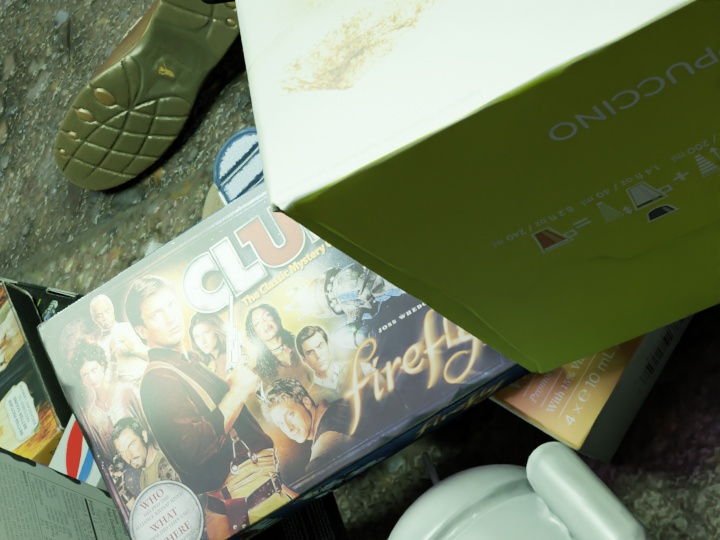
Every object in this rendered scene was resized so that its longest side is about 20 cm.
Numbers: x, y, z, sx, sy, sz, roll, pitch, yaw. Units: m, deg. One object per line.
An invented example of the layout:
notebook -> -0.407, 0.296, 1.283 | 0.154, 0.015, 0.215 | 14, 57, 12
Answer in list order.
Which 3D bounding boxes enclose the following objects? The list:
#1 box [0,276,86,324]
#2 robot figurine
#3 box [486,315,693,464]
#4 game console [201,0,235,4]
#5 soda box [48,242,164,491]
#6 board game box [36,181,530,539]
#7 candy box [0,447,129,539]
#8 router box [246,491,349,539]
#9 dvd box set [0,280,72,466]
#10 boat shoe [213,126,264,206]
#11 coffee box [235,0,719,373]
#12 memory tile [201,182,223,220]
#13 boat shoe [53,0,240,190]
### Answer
box -> -0.247, 0.107, 1.031 | 0.192, 0.047, 0.202 | 9, 74, 41
robot figurine -> 0.081, 0.163, 0.670 | 0.200, 0.112, 0.171 | 39, 121, 45
box -> 0.061, -0.012, 0.738 | 0.199, 0.097, 0.125 | 30, 89, 20
game console -> 0.000, -0.221, 0.793 | 0.172, 0.198, 0.120 | 135, 121, -75
soda box -> -0.120, 0.084, 0.867 | 0.201, 0.067, 0.064 | -61, 36, 28
board game box -> -0.037, 0.035, 0.688 | 0.199, 0.035, 0.136 | -32, 72, 9
candy box -> -0.193, 0.173, 0.733 | 0.167, 0.199, 0.072 | -41, 47, 15
router box -> -0.033, 0.185, 0.743 | 0.150, 0.050, 0.201 | 100, 156, -47
dvd box set -> -0.272, 0.124, 0.989 | 0.200, 0.029, 0.147 | -44, 47, 13
boat shoe -> 0.000, 0.000, 0.847 | 0.072, 0.072, 0.201 | -40, 74, 13
coffee box -> 0.087, -0.106, 0.563 | 0.198, 0.200, 0.200 | -25, 58, 24
memory tile -> -0.085, 0.056, 0.899 | 0.154, 0.017, 0.201 | -52, 40, 38
boat shoe -> -0.141, -0.139, 1.058 | 0.200, 0.072, 0.068 | -49, 12, 21
